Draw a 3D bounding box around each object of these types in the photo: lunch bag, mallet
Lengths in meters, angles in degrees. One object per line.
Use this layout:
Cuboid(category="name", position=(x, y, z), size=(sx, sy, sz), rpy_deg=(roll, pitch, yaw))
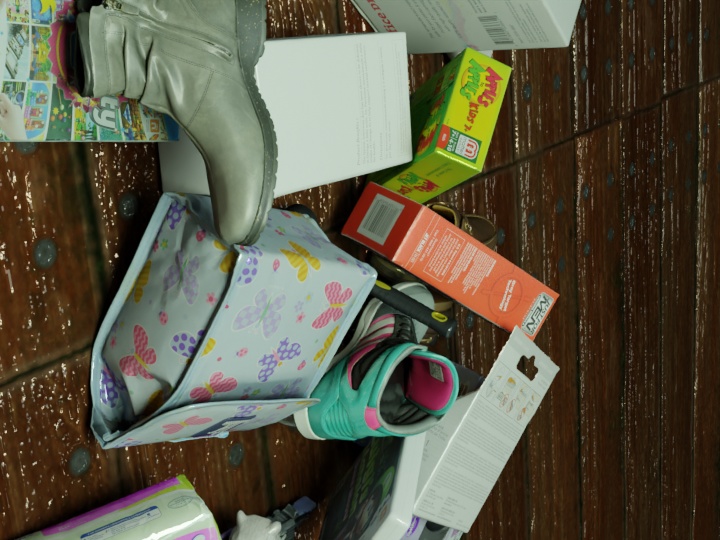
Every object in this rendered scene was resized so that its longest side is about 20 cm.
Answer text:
Cuboid(category="lunch bag", position=(-0.104, 0.055, 0.831), size=(0.169, 0.127, 0.201), rpy_deg=(9, 117, -53))
Cuboid(category="mallet", position=(0.000, 0.000, 0.926), size=(0.066, 0.199, 0.041), rpy_deg=(-51, 161, -47))

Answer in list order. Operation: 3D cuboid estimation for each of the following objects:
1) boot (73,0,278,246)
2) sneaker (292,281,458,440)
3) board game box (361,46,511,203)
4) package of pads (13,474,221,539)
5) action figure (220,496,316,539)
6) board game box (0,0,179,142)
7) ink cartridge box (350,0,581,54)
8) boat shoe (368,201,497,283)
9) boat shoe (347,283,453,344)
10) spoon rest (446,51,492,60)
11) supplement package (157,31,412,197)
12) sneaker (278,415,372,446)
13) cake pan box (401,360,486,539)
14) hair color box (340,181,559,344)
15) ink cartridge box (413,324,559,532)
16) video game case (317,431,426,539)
Cuboid(category="boot", position=(-0.129, -0.115, 0.700), size=(0.130, 0.068, 0.201), rpy_deg=(0, 82, -33))
Cuboid(category="sneaker", position=(0.040, 0.077, 0.923), size=(0.200, 0.120, 0.084), rpy_deg=(-48, 126, -39))
Cuboid(category="board game box", position=(0.066, -0.124, 0.988), size=(0.047, 0.200, 0.102), rpy_deg=(21, 76, -15))
Cuboid(category="package of pads", position=(-0.170, 0.271, 0.798), size=(0.154, 0.068, 0.201), rpy_deg=(-18, 113, -25))
Cuboid(category="action figure", position=(-0.082, 0.291, 0.936), size=(0.200, 0.104, 0.195), rpy_deg=(-30, 130, -44))
Cuboid(category="board game box", position=(-0.213, -0.161, 0.705), size=(0.200, 0.064, 0.149), rpy_deg=(-10, 104, -54))
Cuboid(category="ink cartridge box", position=(0.090, -0.280, 0.984), size=(0.145, 0.199, 0.088), rpy_deg=(42, 60, -48))
Cuboid(category="boat shoe", position=(0.092, -0.036, 1.122), size=(0.200, 0.072, 0.068), rpy_deg=(-14, 135, -50))
Cuboid(category="boat shoe", position=(0.021, 0.049, 1.056), size=(0.199, 0.070, 0.071), rpy_deg=(4, 118, -47))
Cuboid(category="spoon rest", position=(0.110, -0.222, 1.139), size=(0.099, 0.060, 0.201), rpy_deg=(23, 79, -53))
Cuboid(category="supplement package", position=(-0.060, -0.134, 0.872), size=(0.200, 0.117, 0.118), rpy_deg=(-20, 111, -51))
Cuboid(category="sneaker", position=(-0.008, 0.141, 1.031), size=(0.199, 0.076, 0.106), rpy_deg=(-8, 128, -33))
Cuboid(category="cake pan box", position=(0.096, 0.211, 1.155), size=(0.201, 0.052, 0.184), rpy_deg=(-61, 149, -7))
Cuboid(category="hair color box", position=(0.088, -0.006, 1.011), size=(0.199, 0.101, 0.061), rpy_deg=(29, 91, -34))
Cuboid(category="ink cartridge box", position=(0.112, 0.155, 1.040), size=(0.201, 0.050, 0.161), rpy_deg=(-61, 149, -6))
Cuboid(category="video game case", position=(0.003, 0.213, 0.938), size=(0.182, 0.023, 0.200), rpy_deg=(-57, -173, 29))
